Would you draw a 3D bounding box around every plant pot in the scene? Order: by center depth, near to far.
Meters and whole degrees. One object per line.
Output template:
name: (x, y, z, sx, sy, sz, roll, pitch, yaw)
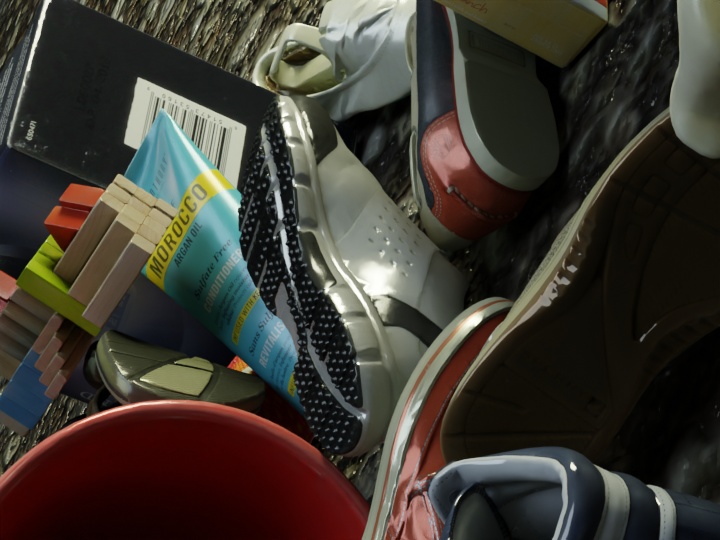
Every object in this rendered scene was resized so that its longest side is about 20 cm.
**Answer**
plant pot: (-0.098, 0.175, 0.784, 0.177, 0.200, 0.201, 134, 153, -61)

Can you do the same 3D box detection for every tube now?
tube: (-0.054, 0.007, 0.880, 0.200, 0.050, 0.078, 42, 104, 31)

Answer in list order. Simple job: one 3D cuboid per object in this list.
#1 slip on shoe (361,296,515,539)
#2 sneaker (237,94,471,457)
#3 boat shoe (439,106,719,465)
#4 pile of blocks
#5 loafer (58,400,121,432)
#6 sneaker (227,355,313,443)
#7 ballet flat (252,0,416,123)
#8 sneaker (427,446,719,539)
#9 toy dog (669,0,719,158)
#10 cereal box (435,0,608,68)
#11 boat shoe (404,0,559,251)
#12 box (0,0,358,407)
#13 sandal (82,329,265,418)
slip on shoe: (0.037, 0.104, 0.701, 0.061, 0.074, 0.200, 5, 62, 32)
sneaker: (0.000, 0.000, 0.813, 0.074, 0.080, 0.200, 114, 146, -43)
boat shoe: (0.102, -0.003, 0.637, 0.200, 0.072, 0.065, -51, 4, 17)
pile of blocks: (-0.161, 0.023, 0.896, 0.200, 0.062, 0.082, -50, 9, 45)
loafer: (-0.136, 0.103, 0.975, 0.072, 0.063, 0.200, -63, -12, 13)
sneaker: (-0.077, 0.124, 0.955, 0.200, 0.073, 0.077, -55, 9, 9)
ballet flat: (-0.006, -0.124, 1.027, 0.200, 0.069, 0.070, -22, 48, 61)
sneaker: (0.045, 0.129, 0.576, 0.200, 0.108, 0.070, -51, 25, 34)
toy dog: (0.148, -0.109, 0.507, 0.200, 0.139, 0.195, -112, 25, -69)
cereal box: (0.049, -0.202, 0.869, 0.040, 0.144, 0.200, -46, 28, 42)
boat shoe: (0.053, -0.099, 0.862, 0.063, 0.071, 0.200, -50, 30, 42)
box: (-0.138, -0.022, 1.049, 0.198, 0.200, 0.124, -45, 30, 46)
sandal: (-0.095, 0.067, 0.866, 0.201, 0.080, 0.058, 162, 126, -78)
